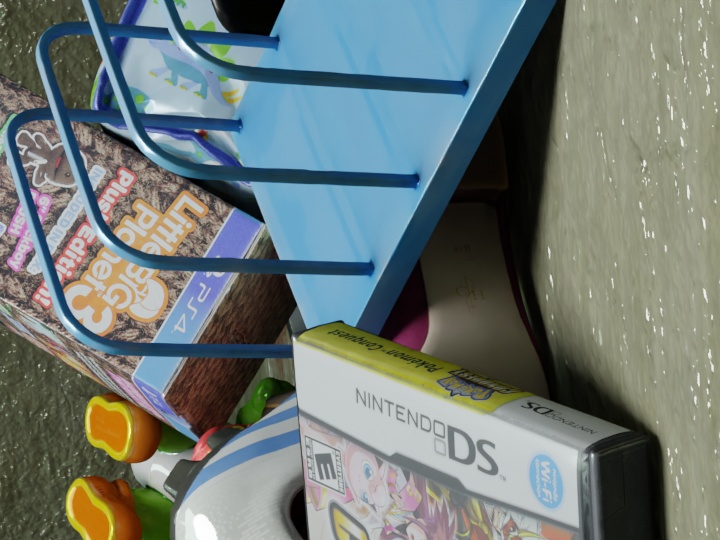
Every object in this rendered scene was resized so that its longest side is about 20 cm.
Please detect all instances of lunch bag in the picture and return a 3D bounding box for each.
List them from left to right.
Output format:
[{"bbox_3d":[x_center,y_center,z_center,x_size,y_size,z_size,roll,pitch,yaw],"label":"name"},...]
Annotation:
[{"bbox_3d":[-0.055,-0.134,1.378,0.170,0.127,0.201,112,-177,-82],"label":"lunch bag"}]

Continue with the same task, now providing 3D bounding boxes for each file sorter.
[{"bbox_3d":[-0.039,-0.079,0.990,0.200,0.122,0.139,-63,36,40],"label":"file sorter"}]

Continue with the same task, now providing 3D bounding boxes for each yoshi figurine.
[{"bbox_3d":[-0.053,0.121,1.490,0.112,0.199,0.112,-39,56,43],"label":"yoshi figurine"}]

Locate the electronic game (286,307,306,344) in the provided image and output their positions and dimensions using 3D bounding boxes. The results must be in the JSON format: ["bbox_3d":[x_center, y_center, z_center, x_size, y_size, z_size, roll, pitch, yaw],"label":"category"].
[{"bbox_3d":[-0.013,-0.014,1.516,0.200,0.041,0.201,173,90,-75],"label":"electronic game"}]

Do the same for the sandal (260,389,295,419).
[{"bbox_3d":[0.001,0.053,1.336,0.200,0.081,0.055,121,164,-75],"label":"sandal"}]

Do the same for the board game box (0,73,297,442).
[{"bbox_3d":[-0.145,-0.012,1.366,0.097,0.199,0.159,-59,-10,-8],"label":"board game box"}]

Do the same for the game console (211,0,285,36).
[{"bbox_3d":[-0.069,-0.185,1.192,0.200,0.175,0.117,-7,-61,-66],"label":"game console"}]

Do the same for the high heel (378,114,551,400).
[{"bbox_3d":[0.035,0.036,1.054,0.096,0.067,0.201,123,153,-74],"label":"high heel"}]

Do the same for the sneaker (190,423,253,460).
[{"bbox_3d":[-0.045,0.107,1.333,0.085,0.077,0.200,38,157,5],"label":"sneaker"}]

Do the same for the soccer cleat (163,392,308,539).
[{"bbox_3d":[0.008,0.064,1.085,0.086,0.200,0.070,21,140,31],"label":"soccer cleat"}]

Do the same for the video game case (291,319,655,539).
[{"bbox_3d":[0.040,0.132,0.941,0.180,0.025,0.201,19,118,54],"label":"video game case"}]
